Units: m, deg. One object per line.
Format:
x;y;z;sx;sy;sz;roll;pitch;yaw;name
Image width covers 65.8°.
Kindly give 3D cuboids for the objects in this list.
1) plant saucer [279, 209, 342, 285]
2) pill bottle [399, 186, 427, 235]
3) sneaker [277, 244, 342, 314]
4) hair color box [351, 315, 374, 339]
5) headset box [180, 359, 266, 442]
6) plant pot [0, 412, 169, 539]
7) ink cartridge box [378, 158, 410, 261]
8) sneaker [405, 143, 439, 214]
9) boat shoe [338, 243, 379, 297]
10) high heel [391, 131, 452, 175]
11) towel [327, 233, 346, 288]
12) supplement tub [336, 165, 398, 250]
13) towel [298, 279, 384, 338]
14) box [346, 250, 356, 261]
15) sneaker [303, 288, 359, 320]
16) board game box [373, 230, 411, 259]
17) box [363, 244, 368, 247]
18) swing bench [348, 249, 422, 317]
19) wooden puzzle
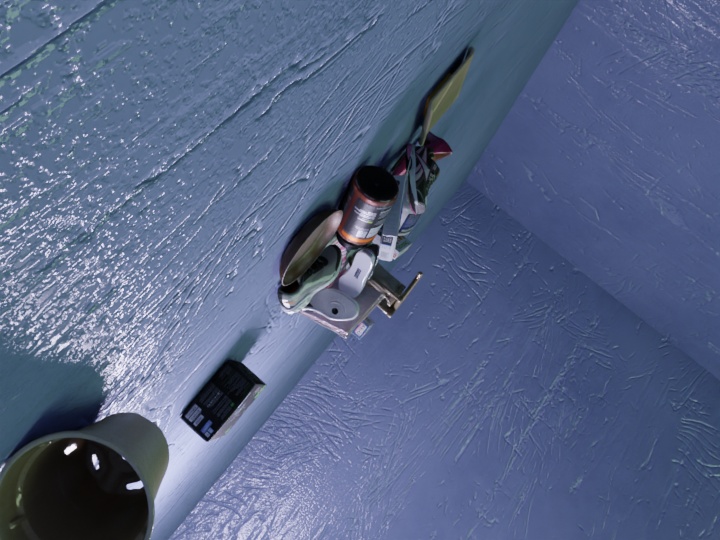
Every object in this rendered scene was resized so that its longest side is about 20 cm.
-0.111;-0.055;1.183;0.201;0.032;0.200;-52;173;-9;plant saucer
0.149;-0.210;1.787;0.111;0.111;0.201;-47;172;-32;pill bottle
-0.116;0.011;1.300;0.200;0.073;0.080;-48;148;-20;sneaker
-0.052;0.137;1.863;0.061;0.199;0.100;-51;173;10;hair color box
-0.334;0.323;1.390;0.175;0.092;0.200;-50;174;-11;headset box
-0.355;0.290;0.767;0.201;0.200;0.183;-51;-175;1;plant pot
0.082;-0.147;1.370;0.198;0.043;0.203;90;12;-74;ink cartridge box
0.161;-0.241;1.417;0.081;0.085;0.203;85;4;-67;sneaker
0.000;0.000;1.514;0.068;0.071;0.201;-41;165;-41;boat shoe
0.165;-0.291;1.529;0.200;0.096;0.067;-50;173;-21;high heel
-0.079;-0.014;1.463;0.147;0.030;0.201;-49;160;-29;towel
0.005;-0.132;1.250;0.107;0.107;0.201;-46;172;-39;supplement tub
-0.062;0.088;1.580;0.191;0.198;0.033;-45;147;-36;towel
-0.009;-0.089;1.656;0.201;0.041;0.156;-52;173;-4;box
-0.085;0.068;1.376;0.112;0.197;0.074;-26;125;-72;sneaker
0.105;-0.107;1.961;0.035;0.126;0.200;-52;174;21;board game box
0.029;-0.155;1.418;0.202;0.048;0.158;-62;173;9;box
0.057;0.026;1.693;0.130;0.198;0.200;-47;172;-26;swing bench
0.203;-0.427;1.368;0.201;0.037;0.185;-55;174;-12;wooden puzzle
